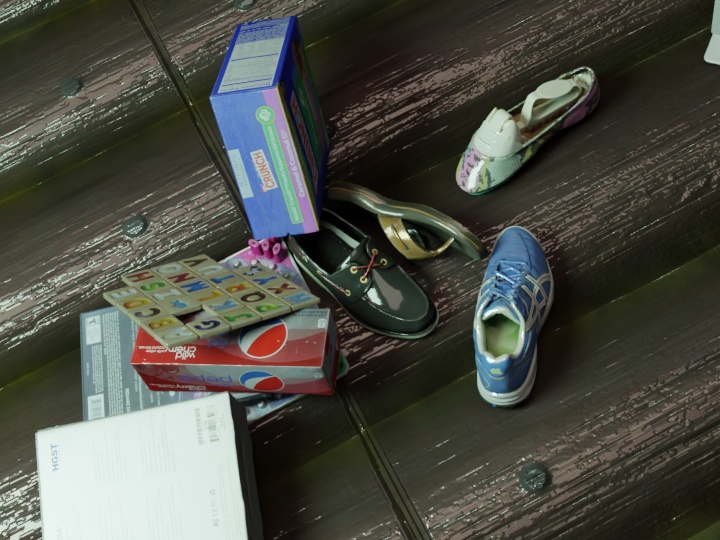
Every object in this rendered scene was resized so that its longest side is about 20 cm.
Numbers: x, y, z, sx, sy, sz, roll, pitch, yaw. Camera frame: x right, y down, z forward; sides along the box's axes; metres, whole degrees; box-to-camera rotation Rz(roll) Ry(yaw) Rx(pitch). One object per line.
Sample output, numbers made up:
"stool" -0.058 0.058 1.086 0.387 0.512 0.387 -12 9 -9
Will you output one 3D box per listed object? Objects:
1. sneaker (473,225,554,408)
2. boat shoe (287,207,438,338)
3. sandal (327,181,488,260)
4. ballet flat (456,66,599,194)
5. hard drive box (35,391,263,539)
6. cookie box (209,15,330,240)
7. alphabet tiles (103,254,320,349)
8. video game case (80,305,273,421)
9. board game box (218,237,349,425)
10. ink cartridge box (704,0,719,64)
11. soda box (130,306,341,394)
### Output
"sneaker" 0.156 0.036 1.211 0.075 0.077 0.200 -1 58 14
"boat shoe" -0.002 0.002 1.276 0.201 0.063 0.074 37 71 27
"sandal" 0.045 -0.044 1.285 0.200 0.082 0.055 21 83 21
"ballet flat" 0.183 -0.165 1.329 0.200 0.071 0.069 -36 60 -9
"hard drive box" -0.205 0.218 1.165 0.199 0.077 0.156 -11 69 5
"cookie box" -0.091 -0.156 1.285 0.075 0.172 0.200 -9 32 9
"alphabet tiles" -0.162 0.023 1.225 0.167 0.008 0.200 -17 25 -28
"video game case" -0.197 0.088 1.261 0.199 0.019 0.143 -12 58 3
"board game box" -0.141 0.071 1.285 0.200 0.026 0.200 -27 58 -4
"ink cartridge box" 0.475 -0.322 1.361 0.116 0.067 0.200 17 64 20
"soda box" -0.124 0.081 1.202 0.199 0.063 0.070 0 59 13
